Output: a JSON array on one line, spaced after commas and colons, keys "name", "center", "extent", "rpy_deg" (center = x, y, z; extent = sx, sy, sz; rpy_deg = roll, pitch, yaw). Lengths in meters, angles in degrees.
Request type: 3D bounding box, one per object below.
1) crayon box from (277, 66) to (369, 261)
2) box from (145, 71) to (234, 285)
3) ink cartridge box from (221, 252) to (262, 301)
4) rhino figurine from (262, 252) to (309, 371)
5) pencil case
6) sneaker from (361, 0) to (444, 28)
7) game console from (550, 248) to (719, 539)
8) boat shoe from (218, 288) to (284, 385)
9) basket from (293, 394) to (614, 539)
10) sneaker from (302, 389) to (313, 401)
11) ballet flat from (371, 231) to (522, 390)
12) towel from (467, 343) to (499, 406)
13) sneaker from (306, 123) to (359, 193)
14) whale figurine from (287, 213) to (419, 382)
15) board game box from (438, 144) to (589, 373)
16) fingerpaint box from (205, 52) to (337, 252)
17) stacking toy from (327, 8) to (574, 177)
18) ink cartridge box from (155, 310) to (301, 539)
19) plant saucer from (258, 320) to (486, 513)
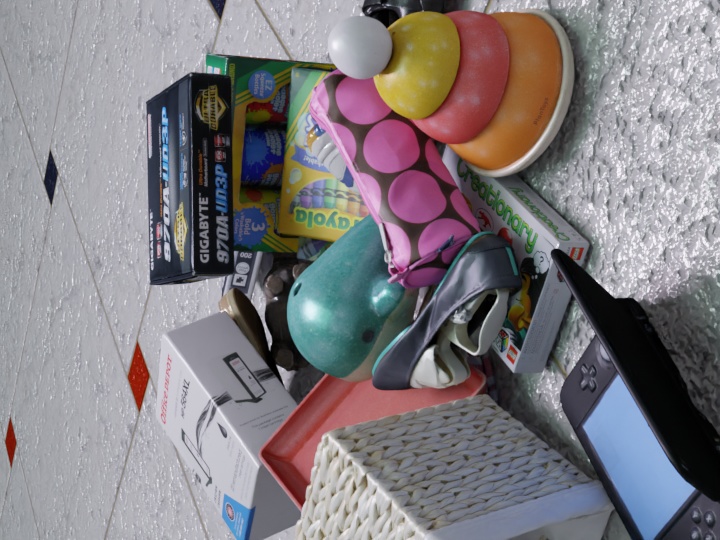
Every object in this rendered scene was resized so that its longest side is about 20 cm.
[{"name": "crayon box", "center": [-0.013, -0.097, 1.308], "extent": [0.125, 0.052, 0.201], "rpy_deg": [10, 102, 25]}, {"name": "box", "center": [-0.175, -0.088, 1.330], "extent": [0.159, 0.046, 0.201], "rpy_deg": [172, 97, -65]}, {"name": "ink cartridge box", "center": [-0.138, -0.045, 1.557], "extent": [0.198, 0.043, 0.201], "rpy_deg": [-97, 19, -61]}, {"name": "rhino figurine", "center": [-0.083, 0.021, 1.493], "extent": [0.087, 0.060, 0.201], "rpy_deg": [104, 161, -75]}, {"name": "pencil case", "center": [0.025, -0.085, 1.117], "extent": [0.200, 0.093, 0.091], "rpy_deg": [62, 160, 19]}, {"name": "sneaker", "center": [0.022, -0.285, 1.277], "extent": [0.200, 0.077, 0.112], "rpy_deg": [25, 103, 53]}, {"name": "game console", "center": [0.182, 0.112, 0.927], "extent": [0.176, 0.116, 0.200], "rpy_deg": [-64, 37, 39]}, {"name": "boat shoe", "center": [-0.134, 0.105, 1.489], "extent": [0.071, 0.064, 0.200], "rpy_deg": [-102, -3, -49]}, {"name": "basket", "center": [0.060, 0.229, 1.038], "extent": [0.161, 0.200, 0.199], "rpy_deg": [39, 125, 37]}, {"name": "sneaker", "center": [-0.016, 0.144, 1.342], "extent": [0.077, 0.085, 0.200], "rpy_deg": [63, 141, 41]}, {"name": "ballet flat", "center": [0.075, 0.056, 1.105], "extent": [0.200, 0.073, 0.073], "rpy_deg": [-55, 42, 35]}, {"name": "towel", "center": [0.086, 0.177, 1.207], "extent": [0.146, 0.030, 0.201], "rpy_deg": [-30, 63, 58]}, {"name": "sneaker", "center": [0.047, -0.153, 1.216], "extent": [0.200, 0.088, 0.075], "rpy_deg": [-37, 8, 21]}, {"name": "whale figurine", "center": [0.000, 0.000, 1.201], "extent": [0.201, 0.103, 0.159], "rpy_deg": [-68, 21, 6]}, {"name": "board game box", "center": [0.118, -0.018, 1.139], "extent": [0.200, 0.034, 0.127], "rpy_deg": [52, 133, 50]}, {"name": "fingerpaint box", "center": [-0.083, -0.122, 1.383], "extent": [0.073, 0.166, 0.201], "rpy_deg": [-153, 67, -62]}, {"name": "stacking toy", "center": [0.061, -0.167, 1.058], "extent": [0.146, 0.199, 0.147], "rpy_deg": [-25, 59, 49]}, {"name": "ink cartridge box", "center": [-0.134, 0.166, 1.381], "extent": [0.200, 0.084, 0.146], "rpy_deg": [48, 143, 32]}, {"name": "plant saucer", "center": [0.014, 0.145, 1.198], "extent": [0.200, 0.037, 0.200], "rpy_deg": [-49, 31, -3]}]
